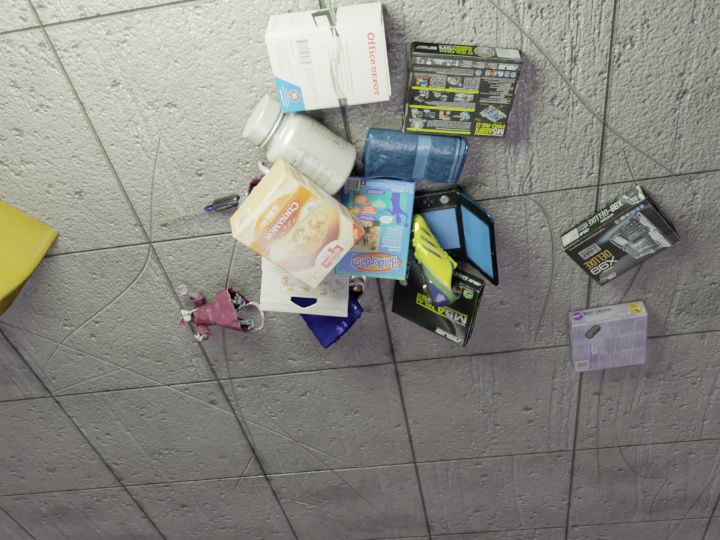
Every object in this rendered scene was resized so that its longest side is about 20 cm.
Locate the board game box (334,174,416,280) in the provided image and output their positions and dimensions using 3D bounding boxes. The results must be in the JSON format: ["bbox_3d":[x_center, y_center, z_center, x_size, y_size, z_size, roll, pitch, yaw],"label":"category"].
[{"bbox_3d":[0.028,-0.089,1.392,0.149,0.045,0.204,5,101,-4],"label":"board game box"}]

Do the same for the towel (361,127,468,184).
[{"bbox_3d":[0.103,-0.220,1.318,0.196,0.049,0.112,6,146,-4],"label":"towel"}]

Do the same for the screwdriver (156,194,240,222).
[{"bbox_3d":[-0.344,-0.125,1.446,0.197,0.028,0.029,-15,161,17],"label":"screwdriver"}]

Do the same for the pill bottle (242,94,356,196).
[{"bbox_3d":[-0.114,-0.234,1.275,0.198,0.116,0.114,30,127,-24],"label":"pill bottle"}]

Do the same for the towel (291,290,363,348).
[{"bbox_3d":[-0.088,0.056,1.528,0.148,0.049,0.201,-44,78,31],"label":"towel"}]

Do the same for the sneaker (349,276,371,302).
[{"bbox_3d":[0.000,0.000,1.519,0.075,0.082,0.202,11,132,-7],"label":"sneaker"}]

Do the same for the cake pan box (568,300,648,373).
[{"bbox_3d":[0.614,0.171,1.690,0.181,0.053,0.202,-10,132,13],"label":"cake pan box"}]

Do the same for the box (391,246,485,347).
[{"bbox_3d":[0.170,0.060,1.532,0.198,0.048,0.195,26,137,18],"label":"box"}]

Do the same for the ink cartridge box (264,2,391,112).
[{"bbox_3d":[-0.050,-0.365,1.171,0.196,0.085,0.146,-5,133,6],"label":"ink cartridge box"}]

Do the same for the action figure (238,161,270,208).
[{"bbox_3d":[-0.137,-0.139,1.361,0.197,0.134,0.151,7,117,-28],"label":"action figure"}]

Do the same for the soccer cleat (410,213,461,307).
[{"bbox_3d":[0.155,-0.024,1.421,0.082,0.065,0.204,-16,95,6],"label":"soccer cleat"}]

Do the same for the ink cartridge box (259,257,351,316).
[{"bbox_3d":[-0.114,0.002,1.462,0.196,0.045,0.180,4,91,7],"label":"ink cartridge box"}]

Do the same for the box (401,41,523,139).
[{"bbox_3d":[0.180,-0.324,1.234,0.196,0.045,0.162,3,134,-1],"label":"box"}]

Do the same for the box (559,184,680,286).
[{"bbox_3d":[0.555,-0.070,1.462,0.199,0.050,0.157,-36,124,29],"label":"box"}]

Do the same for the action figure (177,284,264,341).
[{"bbox_3d":[-0.350,0.095,1.628,0.197,0.137,0.148,-9,177,26],"label":"action figure"}]

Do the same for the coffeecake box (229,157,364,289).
[{"bbox_3d":[-0.116,-0.083,1.264,0.199,0.073,0.154,34,107,-32],"label":"coffeecake box"}]

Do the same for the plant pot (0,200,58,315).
[{"bbox_3d":[-0.800,-0.007,1.444,0.193,0.202,0.195,32,127,-27],"label":"plant pot"}]

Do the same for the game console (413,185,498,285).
[{"bbox_3d":[0.195,-0.061,1.431,0.167,0.120,0.202,-8,132,8],"label":"game console"}]
